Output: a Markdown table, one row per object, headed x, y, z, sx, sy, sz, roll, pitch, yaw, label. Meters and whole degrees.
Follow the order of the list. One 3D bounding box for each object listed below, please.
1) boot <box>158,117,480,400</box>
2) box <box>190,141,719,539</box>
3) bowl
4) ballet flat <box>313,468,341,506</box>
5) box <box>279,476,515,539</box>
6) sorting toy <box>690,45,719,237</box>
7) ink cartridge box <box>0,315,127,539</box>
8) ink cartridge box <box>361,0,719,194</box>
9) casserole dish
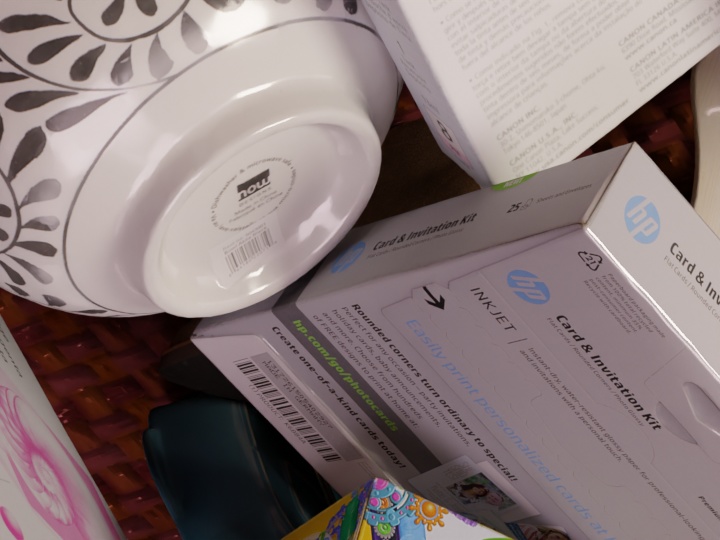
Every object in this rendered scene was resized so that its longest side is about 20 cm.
| x | y | z | sx | sy | sz | roll | pitch | yaw | label |
| --- | --- | --- | --- | --- | --- | --- | --- | --- | --- |
| 0.000 | 0.000 | 1.022 | 0.073 | 0.076 | 0.200 | 17 | 152 | -39 | boot |
| 0.059 | 0.045 | 0.892 | 0.156 | 0.041 | 0.200 | 47 | 146 | -20 | box |
| -0.055 | -0.048 | 0.873 | 0.200 | 0.094 | 0.201 | -27 | 148 | -18 | bowl |
| 0.039 | 0.108 | 1.118 | 0.071 | 0.071 | 0.200 | -28 | 102 | 28 | ballet flat |
| 0.030 | 0.188 | 0.957 | 0.192 | 0.122 | 0.200 | 26 | 150 | -16 | box |
| 0.193 | -0.008 | 0.954 | 0.179 | 0.201 | 0.107 | 12 | -179 | 6 | sorting toy |
| -0.137 | 0.043 | 0.939 | 0.043 | 0.197 | 0.200 | -34 | 161 | 7 | ink cartridge box |
| 0.063 | -0.139 | 0.821 | 0.162 | 0.057 | 0.200 | -37 | 128 | -8 | ink cartridge box |
| -0.017 | 0.122 | 1.113 | 0.039 | 0.121 | 0.200 | -33 | 128 | 9 | casserole dish |
